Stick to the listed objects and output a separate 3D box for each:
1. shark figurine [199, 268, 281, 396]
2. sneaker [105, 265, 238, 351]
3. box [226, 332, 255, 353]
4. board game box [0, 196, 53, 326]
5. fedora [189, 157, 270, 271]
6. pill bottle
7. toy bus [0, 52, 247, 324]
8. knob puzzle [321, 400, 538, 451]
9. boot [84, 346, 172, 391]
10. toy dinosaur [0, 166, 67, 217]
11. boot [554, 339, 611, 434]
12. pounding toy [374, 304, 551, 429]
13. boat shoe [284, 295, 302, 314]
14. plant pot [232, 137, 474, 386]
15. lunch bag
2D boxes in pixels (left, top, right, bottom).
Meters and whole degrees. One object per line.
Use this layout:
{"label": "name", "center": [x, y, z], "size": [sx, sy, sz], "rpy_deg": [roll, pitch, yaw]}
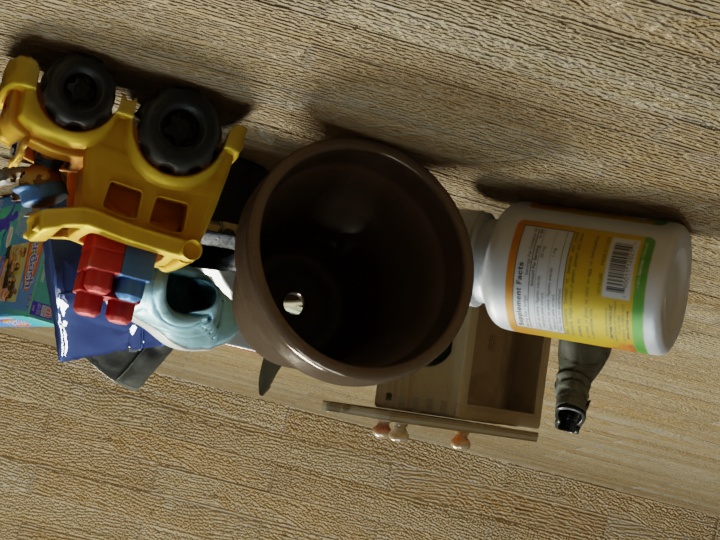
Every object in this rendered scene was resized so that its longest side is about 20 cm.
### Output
{"label": "shark figurine", "center": [-0.143, 0.016, 1.769], "size": [0.089, 0.216, 0.128], "rpy_deg": [-29, -158, -22]}
{"label": "sneaker", "center": [-0.160, 0.037, 1.635], "size": [0.081, 0.074, 0.200], "rpy_deg": [4, 171, 31]}
{"label": "box", "center": [-0.174, 0.029, 1.996], "size": [0.199, 0.107, 0.152], "rpy_deg": [14, 176, 0]}
{"label": "board game box", "center": [-0.382, -0.013, 1.968], "size": [0.045, 0.153, 0.200], "rpy_deg": [19, 169, -31]}
{"label": "fedora", "center": [-0.143, -0.057, 1.580], "size": [0.199, 0.092, 0.201], "rpy_deg": [7, 171, 1]}
{"label": "pill bottle", "center": [0.170, 0.002, 1.442], "size": [0.199, 0.112, 0.111], "rpy_deg": [9, 169, 23]}
{"label": "toy bus", "center": [-0.214, -0.062, 1.390], "size": [0.199, 0.193, 0.136], "rpy_deg": [18, 170, -17]}
{"label": "knob puzzle", "center": [0.047, 0.156, 1.694], "size": [0.218, 0.031, 0.220], "rpy_deg": [8, 176, 1]}
{"label": "boot", "center": [-0.191, 0.056, 1.883], "size": [0.181, 0.200, 0.073], "rpy_deg": [36, -176, -15]}
{"label": "toy dinosaur", "center": [-0.299, -0.087, 1.787], "size": [0.199, 0.061, 0.106], "rpy_deg": [16, -164, 10]}
{"label": "boot", "center": [0.241, 0.122, 1.930], "size": [0.067, 0.131, 0.200], "rpy_deg": [12, 169, 11]}
{"label": "pounding toy", "center": [0.081, 0.052, 1.698], "size": [0.142, 0.185, 0.199], "rpy_deg": [5, 175, 38]}
{"label": "boat shoe", "center": [-0.001, -0.002, 1.617], "size": [0.200, 0.074, 0.063], "rpy_deg": [-14, 173, 30]}
{"label": "plant pot", "center": [-0.027, 0.010, 1.431], "size": [0.199, 0.201, 0.175], "rpy_deg": [17, 159, -17]}
{"label": "lunch bag", "center": [-0.252, 0.002, 1.743], "size": [0.131, 0.137, 0.200], "rpy_deg": [-8, 150, -12]}
